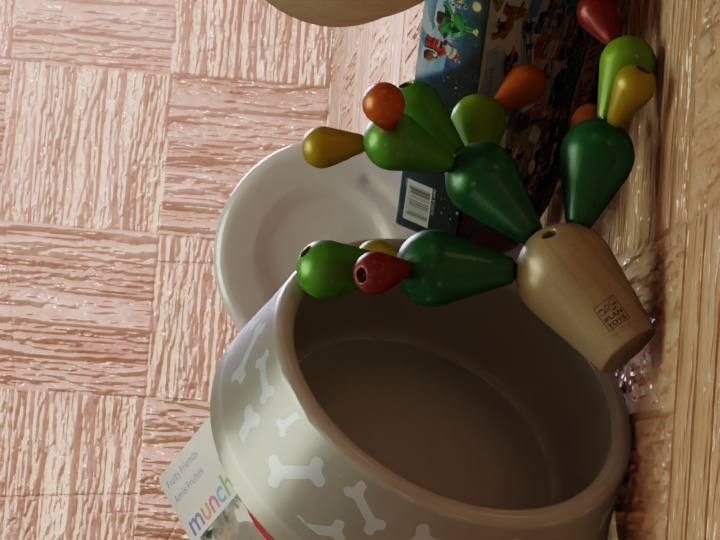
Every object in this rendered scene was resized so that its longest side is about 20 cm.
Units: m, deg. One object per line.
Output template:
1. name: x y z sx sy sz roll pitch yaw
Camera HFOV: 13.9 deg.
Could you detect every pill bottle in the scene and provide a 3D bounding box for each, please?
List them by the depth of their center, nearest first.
1. pill bottle: 0.000 0.000 1.568 0.200 0.119 0.121 25 -111 -78

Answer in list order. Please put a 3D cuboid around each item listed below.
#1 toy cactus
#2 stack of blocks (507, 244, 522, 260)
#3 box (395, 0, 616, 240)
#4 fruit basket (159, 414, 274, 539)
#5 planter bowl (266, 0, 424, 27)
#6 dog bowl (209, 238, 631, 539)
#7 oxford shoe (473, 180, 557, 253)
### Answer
1. toy cactus: 0.073 -0.031 1.320 0.165 0.199 0.102 50 154 18
2. stack of blocks: 0.071 -0.068 1.776 0.200 0.058 0.116 114 160 -77
3. box: 0.079 -0.127 1.437 0.136 0.038 0.201 -33 -41 -48
4. fruit basket: -0.021 0.138 1.441 0.201 0.093 0.185 57 134 17
5. planter bowl: 0.015 -0.270 2.045 0.134 0.199 0.202 6 92 58
6. dog bowl: 0.033 0.066 1.340 0.201 0.199 0.059 -91 21 -49
7. oxford shoe: 0.070 -0.071 1.605 0.071 0.071 0.201 -55 -17 -39
